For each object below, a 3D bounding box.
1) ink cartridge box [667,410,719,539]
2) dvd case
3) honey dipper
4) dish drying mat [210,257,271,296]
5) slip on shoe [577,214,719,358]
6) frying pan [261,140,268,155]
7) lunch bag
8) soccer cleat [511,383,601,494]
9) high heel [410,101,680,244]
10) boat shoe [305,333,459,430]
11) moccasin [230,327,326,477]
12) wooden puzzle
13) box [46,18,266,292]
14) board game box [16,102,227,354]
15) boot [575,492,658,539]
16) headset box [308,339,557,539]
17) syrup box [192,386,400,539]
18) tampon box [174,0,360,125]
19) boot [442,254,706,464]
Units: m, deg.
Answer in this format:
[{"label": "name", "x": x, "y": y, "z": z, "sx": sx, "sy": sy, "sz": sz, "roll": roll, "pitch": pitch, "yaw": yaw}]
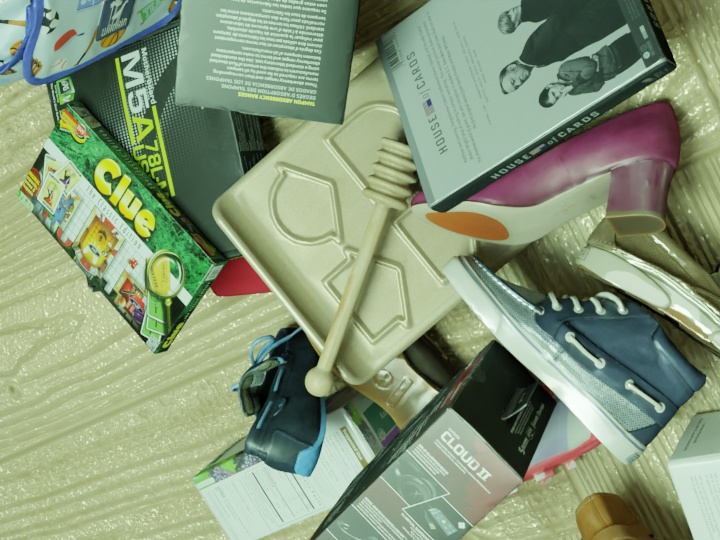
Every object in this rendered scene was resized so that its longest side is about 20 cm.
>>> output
[{"label": "ink cartridge box", "x": 0.346, "y": 0.170, "z": 0.928, "sx": 0.198, "sy": 0.084, "sz": 0.146, "roll": -14, "pitch": 104, "yaw": 33}, {"label": "dvd case", "x": 0.108, "y": -0.153, "z": 0.902, "sx": 0.199, "sy": 0.025, "sz": 0.152, "roll": -31, "pitch": 62, "yaw": 30}, {"label": "honey dipper", "x": 0.000, "y": 0.000, "z": 0.971, "sx": 0.038, "sy": 0.038, "sz": 0.202, "roll": 21, "pitch": 96, "yaw": 19}, {"label": "dish drying mat", "x": -0.057, "y": -0.022, "z": 1.110, "sx": 0.198, "sy": 0.018, "sz": 0.078, "roll": -8, "pitch": 105, "yaw": 31}, {"label": "slip on shoe", "x": 0.255, "y": 0.022, "z": 0.931, "sx": 0.199, "sy": 0.076, "sz": 0.061, "roll": 32, "pitch": 90, "yaw": 12}, {"label": "frying pan", "x": -0.087, "y": -0.079, "z": 1.083, "sx": 0.188, "sy": 0.031, "sz": 0.117, "roll": -3, "pitch": 95, "yaw": 28}, {"label": "lunch bag", "x": -0.236, "y": -0.220, "z": 1.004, "sx": 0.199, "sy": 0.170, "sz": 0.125, "roll": -10, "pitch": 109, "yaw": 49}, {"label": "soccer cleat", "x": 0.153, "y": 0.125, "z": 1.037, "sx": 0.199, "sy": 0.066, "sz": 0.077, "roll": -34, "pitch": 71, "yaw": 37}, {"label": "high heel", "x": 0.135, "y": -0.074, "z": 0.946, "sx": 0.198, "sy": 0.097, "sz": 0.068, "roll": 2, "pitch": 156, "yaw": 22}, {"label": "boat shoe", "x": 0.028, "y": 0.076, "z": 1.072, "sx": 0.070, "sy": 0.070, "sz": 0.200, "roll": -41, "pitch": 91, "yaw": 25}, {"label": "moccasin", "x": -0.068, "y": 0.094, "z": 1.060, "sx": 0.067, "sy": 0.200, "sz": 0.081, "roll": 14, "pitch": 106, "yaw": -11}, {"label": "wooden puzzle", "x": 0.013, "y": -0.042, "z": 1.008, "sx": 0.200, "sy": 0.046, "sz": 0.186, "roll": -40, "pitch": 90, "yaw": 1}, {"label": "box", "x": -0.169, "y": -0.097, "z": 1.090, "sx": 0.191, "sy": 0.047, "sz": 0.203, "roll": -12, "pitch": 89, "yaw": 34}, {"label": "board game box", "x": -0.205, "y": -0.037, "z": 1.082, "sx": 0.200, "sy": 0.023, "sz": 0.105, "roll": 45, "pitch": 114, "yaw": 18}, {"label": "boot", "x": 0.240, "y": 0.263, "z": 1.028, "sx": 0.073, "sy": 0.200, "sz": 0.155, "roll": -33, "pitch": 56, "yaw": -3}, {"label": "headset box", "x": 0.059, "y": 0.150, "z": 0.965, "sx": 0.077, "sy": 0.149, "sz": 0.200, "roll": 44, "pitch": 113, "yaw": 1}, {"label": "syrup box", "x": -0.048, "y": 0.171, "z": 1.150, "sx": 0.199, "sy": 0.079, "sz": 0.082, "roll": -30, "pitch": 94, "yaw": 35}, {"label": "tampon box", "x": -0.058, "y": -0.229, "z": 0.920, "sx": 0.125, "sy": 0.150, "sz": 0.202, "roll": 7, "pitch": 118, "yaw": -4}, {"label": "boot", "x": 0.157, "y": 0.041, "z": 0.948, "sx": 0.200, "sy": 0.073, "sz": 0.090, "roll": 45, "pitch": 96, "yaw": 2}]
